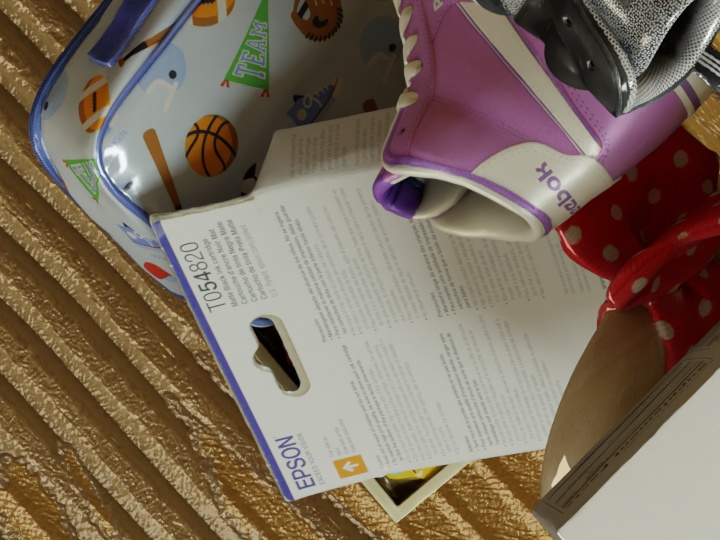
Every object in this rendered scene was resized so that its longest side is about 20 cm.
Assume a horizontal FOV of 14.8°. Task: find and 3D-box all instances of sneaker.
[{"bbox_3d":[0.029,-0.082,1.000,0.073,0.114,0.200,44,180,-41],"label":"sneaker"},{"bbox_3d":[0.044,-0.109,0.731,0.114,0.076,0.200,43,-177,36],"label":"sneaker"}]

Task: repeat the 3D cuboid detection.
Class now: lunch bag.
[{"bbox_3d":[-0.041,-0.090,1.194,0.075,0.201,0.160,20,160,52],"label":"lunch bag"}]

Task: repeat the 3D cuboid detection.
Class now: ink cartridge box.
[{"bbox_3d":[0.034,0.009,1.179,0.200,0.198,0.041,68,-165,-46],"label":"ink cartridge box"}]

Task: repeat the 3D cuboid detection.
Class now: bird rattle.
[{"bbox_3d":[0.122,0.036,1.029,0.112,0.164,0.200,25,-179,20],"label":"bird rattle"}]

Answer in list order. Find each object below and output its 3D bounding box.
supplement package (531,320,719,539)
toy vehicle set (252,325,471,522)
[{"bbox_3d":[0.180,0.099,0.899,0.200,0.156,0.111,46,178,2],"label":"supplement package"},{"bbox_3d":[0.000,0.000,1.283,0.200,0.124,0.027,50,180,0],"label":"toy vehicle set"}]
